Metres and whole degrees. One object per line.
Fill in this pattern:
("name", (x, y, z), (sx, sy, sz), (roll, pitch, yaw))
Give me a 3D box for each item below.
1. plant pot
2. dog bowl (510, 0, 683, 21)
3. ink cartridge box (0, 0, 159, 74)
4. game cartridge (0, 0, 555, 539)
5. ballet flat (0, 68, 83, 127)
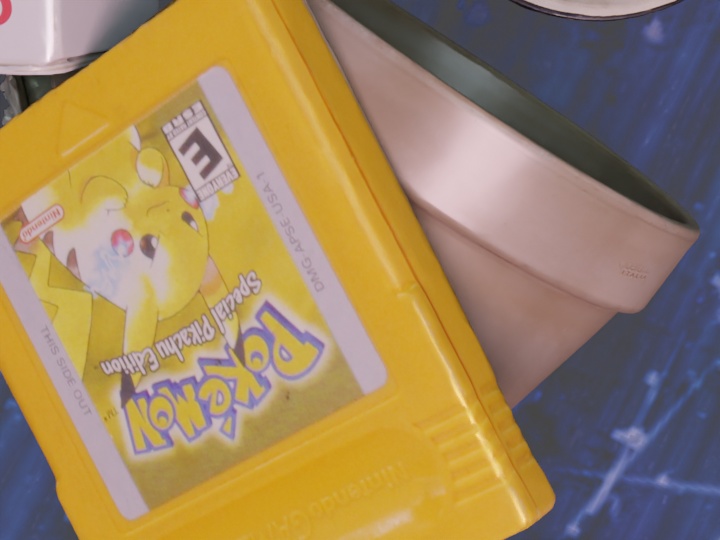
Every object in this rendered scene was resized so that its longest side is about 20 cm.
("plant pot", (0.000, 0.000, 0.734), (0.199, 0.200, 0.174), (31, 101, -4))
("dog bowl", (0.082, -0.202, 0.767), (0.198, 0.074, 0.202), (-6, 104, -23))
("ink cartridge box", (-0.151, -0.173, 0.679), (0.144, 0.083, 0.202), (4, 101, 20))
("game cartridge", (-0.050, 0.023, 0.656), (0.176, 0.032, 0.201), (-30, 85, 33))
("ballet flat", (-0.112, -0.080, 0.773), (0.071, 0.072, 0.202), (-13, 89, -7))
